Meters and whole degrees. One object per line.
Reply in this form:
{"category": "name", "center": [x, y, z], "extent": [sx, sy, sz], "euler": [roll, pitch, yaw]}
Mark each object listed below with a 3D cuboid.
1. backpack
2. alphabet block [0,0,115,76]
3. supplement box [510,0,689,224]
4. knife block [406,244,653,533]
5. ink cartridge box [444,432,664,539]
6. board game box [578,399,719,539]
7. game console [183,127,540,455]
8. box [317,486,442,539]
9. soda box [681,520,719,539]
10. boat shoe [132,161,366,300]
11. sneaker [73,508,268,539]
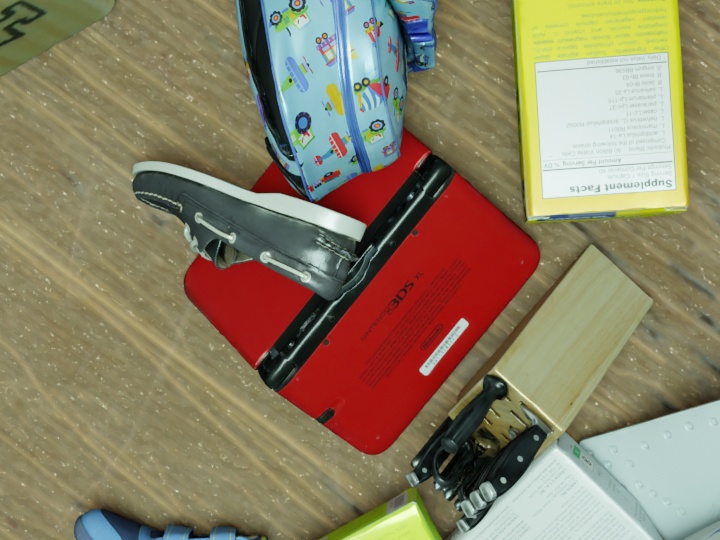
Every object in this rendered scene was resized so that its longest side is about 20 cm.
{"category": "backpack", "center": [-0.015, -0.155, 0.916], "extent": [0.133, 0.183, 0.203], "euler": [-10, 75, 1]}
{"category": "alphabet block", "center": [-0.313, -0.233, 0.948], "extent": [0.195, 0.200, 0.197], "euler": [-30, 88, 6]}
{"category": "supplement box", "center": [0.160, -0.136, 0.948], "extent": [0.107, 0.110, 0.203], "euler": [-3, 90, 6]}
{"category": "knife block", "center": [0.116, 0.078, 0.923], "extent": [0.064, 0.176, 0.200], "euler": [42, 94, 3]}
{"category": "ink cartridge box", "center": [0.156, 0.238, 0.971], "extent": [0.200, 0.050, 0.161], "euler": [43, 108, 0]}
{"category": "board game box", "center": [0.263, 0.184, 0.927], "extent": [0.199, 0.026, 0.202], "euler": [-25, 88, 47]}
{"category": "game console", "center": [0.000, 0.000, 1.012], "extent": [0.172, 0.119, 0.201], "euler": [37, 95, -27]}
{"category": "box", "center": [0.032, 0.268, 0.951], "extent": [0.121, 0.048, 0.202], "euler": [-28, 93, 5]}
{"category": "soda box", "center": [0.249, 0.189, 0.855], "extent": [0.199, 0.063, 0.069], "euler": [-37, 91, 34]}
{"category": "boat shoe", "center": [-0.088, -0.029, 0.968], "extent": [0.198, 0.074, 0.061], "euler": [17, 87, 27]}
{"category": "sneaker", "center": [-0.113, 0.216, 1.003], "extent": [0.198, 0.074, 0.083], "euler": [28, 92, -3]}
